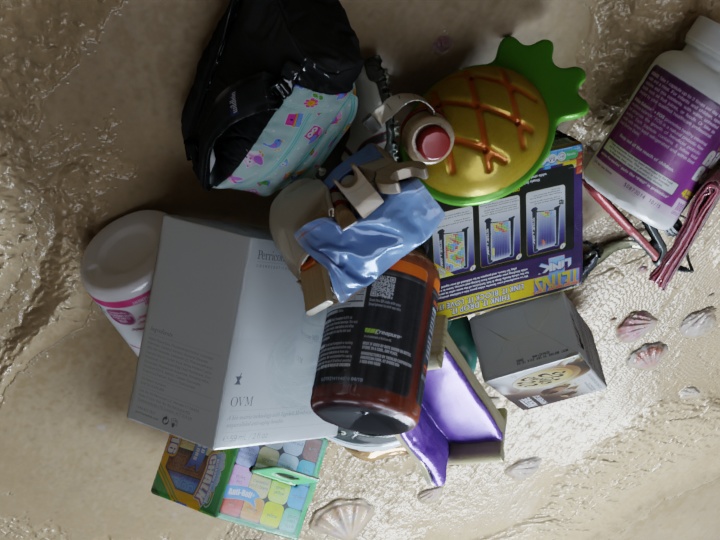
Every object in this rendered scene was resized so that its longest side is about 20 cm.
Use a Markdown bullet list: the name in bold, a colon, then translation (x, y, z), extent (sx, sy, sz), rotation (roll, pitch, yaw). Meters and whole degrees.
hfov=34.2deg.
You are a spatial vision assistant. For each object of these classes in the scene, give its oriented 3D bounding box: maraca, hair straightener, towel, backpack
- **maraca**: translation (0.128, -0.145, 1.127), extent (0.200, 0.137, 0.107), rotation (-41, 163, -11)
- **hair straightener**: translation (0.334, -0.064, 1.333), extent (0.077, 0.041, 0.200), rotation (-46, 120, 5)
- **towel**: translation (0.377, -0.079, 1.270), extent (0.023, 0.200, 0.145), rotation (31, 129, 14)
- **backpack**: translation (-0.081, -0.154, 1.057), extent (0.125, 0.168, 0.201), rotation (8, 135, -30)

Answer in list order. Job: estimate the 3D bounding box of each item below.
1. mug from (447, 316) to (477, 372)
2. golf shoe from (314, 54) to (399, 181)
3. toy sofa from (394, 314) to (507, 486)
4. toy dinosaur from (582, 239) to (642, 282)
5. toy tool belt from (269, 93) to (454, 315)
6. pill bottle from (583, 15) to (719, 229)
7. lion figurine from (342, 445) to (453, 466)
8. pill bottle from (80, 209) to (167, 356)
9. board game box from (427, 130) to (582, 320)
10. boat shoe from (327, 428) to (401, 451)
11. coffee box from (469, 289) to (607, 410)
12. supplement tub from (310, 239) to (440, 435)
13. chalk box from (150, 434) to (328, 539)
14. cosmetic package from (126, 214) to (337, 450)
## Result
- **mug**: translation (0.056, 0.083, 1.343), extent (0.151, 0.115, 0.186), rotation (-19, 135, 1)
- **golf shoe**: translation (-0.007, -0.119, 1.166), extent (0.087, 0.078, 0.201), rotation (-2, 132, -6)
- **toy sofa**: translation (0.085, 0.145, 1.246), extent (0.082, 0.098, 0.200), rotation (-9, 138, 25)
- **toy dinosaur**: translation (0.250, -0.004, 1.373), extent (0.199, 0.048, 0.088), rotation (-28, 152, 6)
- **toy tool belt**: translation (0.017, -0.050, 1.023), extent (0.200, 0.123, 0.125), rotation (-41, 120, 5)
- **pill bottle**: translation (0.326, -0.152, 1.199), extent (0.112, 0.112, 0.201), rotation (21, 108, -32)
- **lion figurine**: translation (0.043, 0.201, 1.444), extent (0.198, 0.123, 0.073), rotation (-12, 135, -6)
- **pill bottle**: translation (-0.198, 0.043, 1.227), extent (0.112, 0.114, 0.201), rotation (-23, 135, 5)
- **board game box**: translation (0.138, -0.046, 1.238), extent (0.198, 0.057, 0.167), rotation (-13, 116, -18)
- **boat shoe**: translation (-0.032, 0.166, 1.386), extent (0.198, 0.069, 0.057), rotation (11, 159, 0)
- **coffee box**: translation (0.211, 0.098, 1.370), extent (0.112, 0.081, 0.200), rotation (-18, 159, 15)
- **supplement tub**: translation (0.019, 0.048, 1.118), extent (0.106, 0.202, 0.107), rotation (10, 159, 4)
- **chalk box**: translation (-0.127, 0.229, 1.344), extent (0.124, 0.199, 0.125), rotation (26, 77, -34)
- **cosmetic package**: translation (-0.105, 0.059, 1.160), extent (0.199, 0.122, 0.202), rotation (4, 96, -56)
